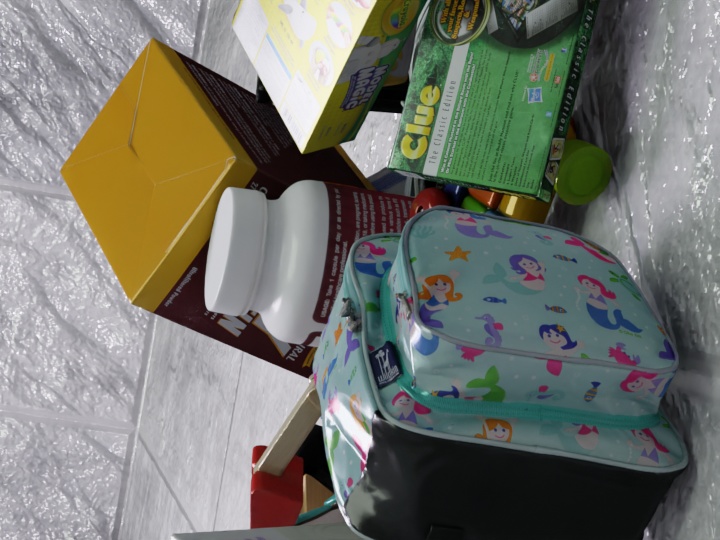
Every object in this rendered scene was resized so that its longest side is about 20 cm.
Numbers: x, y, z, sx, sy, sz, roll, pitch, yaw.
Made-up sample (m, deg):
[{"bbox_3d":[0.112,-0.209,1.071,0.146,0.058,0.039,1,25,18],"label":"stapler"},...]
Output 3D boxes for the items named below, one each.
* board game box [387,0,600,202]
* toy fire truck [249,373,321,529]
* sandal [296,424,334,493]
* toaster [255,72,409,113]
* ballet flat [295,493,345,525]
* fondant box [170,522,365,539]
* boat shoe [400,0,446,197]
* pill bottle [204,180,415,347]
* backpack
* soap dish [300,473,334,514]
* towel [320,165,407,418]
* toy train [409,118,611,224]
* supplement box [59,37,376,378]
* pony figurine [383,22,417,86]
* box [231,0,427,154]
[{"bbox_3d":[0.088,-0.146,1.045,0.023,0.105,0.200,20,-96,-62],"label":"board game box"},{"bbox_3d":[0.012,0.097,1.133,0.049,0.141,0.200,-91,16,-57],"label":"toy fire truck"},{"bbox_3d":[-0.023,0.200,1.415,0.076,0.043,0.200,-55,-36,-40],"label":"sandal"},{"bbox_3d":[0.016,-0.222,1.356,0.119,0.200,0.181,-100,15,-62],"label":"toaster"},{"bbox_3d":[-0.016,0.187,1.229,0.069,0.200,0.070,24,127,38],"label":"ballet flat"},{"bbox_3d":[0.009,0.185,0.977,0.144,0.200,0.058,-162,72,-65],"label":"fondant box"},{"bbox_3d":[0.065,-0.112,1.279,0.068,0.073,0.200,-137,57,-80],"label":"boat shoe"},{"bbox_3d":[0.000,0.000,1.201,0.113,0.200,0.113,-171,90,-76],"label":"pill bottle"},{"bbox_3d":[0.066,0.053,0.931,0.200,0.177,0.151,-111,34,-62],"label":"backpack"},{"bbox_3d":[-0.049,0.278,1.307,0.200,0.081,0.157,-94,26,-45],"label":"soap dish"},{"bbox_3d":[0.019,0.006,1.374,0.147,0.024,0.200,-24,53,41],"label":"towel"},{"bbox_3d":[0.114,-0.081,1.074,0.116,0.085,0.200,43,116,56],"label":"toy train"},{"bbox_3d":[-0.090,-0.042,1.345,0.133,0.200,0.197,-53,39,14],"label":"supplement box"},{"bbox_3d":[0.073,-0.234,1.156,0.167,0.193,0.200,-117,19,-74],"label":"pony figurine"},{"bbox_3d":[-0.017,-0.179,1.113,0.117,0.048,0.200,61,151,20],"label":"box"}]
